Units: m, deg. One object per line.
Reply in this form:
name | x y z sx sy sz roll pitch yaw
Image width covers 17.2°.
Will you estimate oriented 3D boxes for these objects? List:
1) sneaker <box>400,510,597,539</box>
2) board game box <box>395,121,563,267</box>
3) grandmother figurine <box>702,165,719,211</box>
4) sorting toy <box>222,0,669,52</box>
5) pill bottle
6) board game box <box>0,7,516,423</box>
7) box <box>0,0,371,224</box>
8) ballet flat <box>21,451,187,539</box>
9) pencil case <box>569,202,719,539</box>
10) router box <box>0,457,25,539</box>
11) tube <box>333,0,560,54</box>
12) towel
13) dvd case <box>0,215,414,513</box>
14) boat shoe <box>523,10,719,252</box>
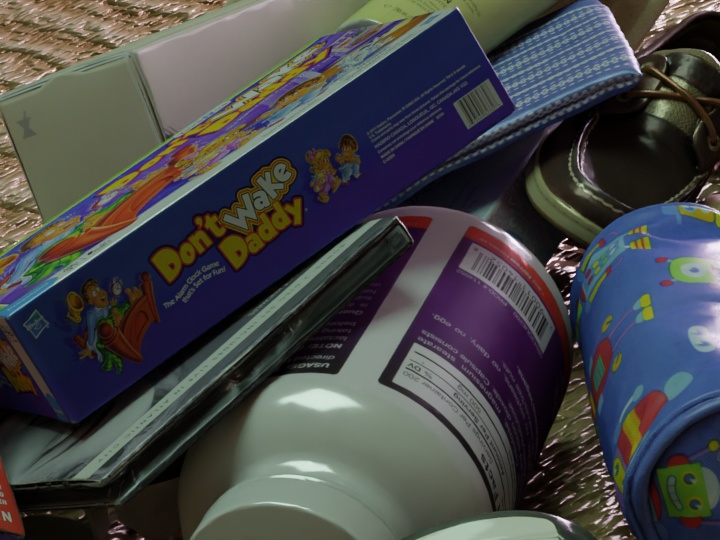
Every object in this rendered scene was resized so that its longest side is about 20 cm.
sneaker | 0.003 0.156 0.706 0.200 0.076 0.115 -29 30 -4
board game box | 0.000 0.000 1.062 0.199 0.043 0.200 -21 17 31
grandmother figurine | 0.243 -0.036 0.973 0.199 0.061 0.121 -12 29 23
sorting toy | 0.054 -0.147 1.204 0.200 0.185 0.036 -56 -8 -15
pill bottle | 0.004 0.064 0.850 0.112 0.113 0.200 -10 23 23
board game box | -0.056 -0.021 0.880 0.200 0.045 0.134 -36 14 -20
box | -0.067 -0.079 1.065 0.082 0.069 0.200 -15 10 34
ballet flat | -0.106 0.076 0.966 0.200 0.069 0.068 -15 23 35
pencil case | 0.126 0.042 0.849 0.087 0.078 0.200 2 21 -2
router box | -0.225 0.074 0.861 0.200 0.049 0.180 -40 55 25
tube | 0.059 -0.138 1.126 0.052 0.058 0.200 -11 21 43
towel | 0.053 -0.071 1.061 0.144 0.024 0.200 -26 13 8
dvd case | -0.085 0.038 0.870 0.149 0.016 0.200 -42 17 -30
boat shoe | 0.127 -0.065 1.013 0.072 0.072 0.200 33 29 8
